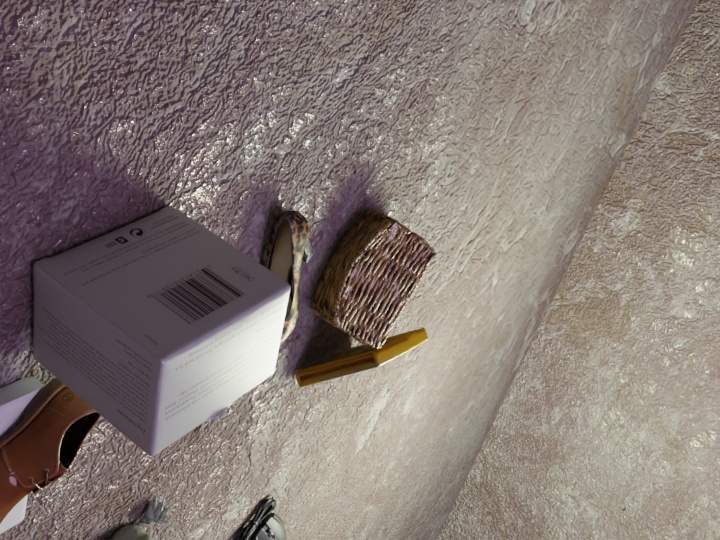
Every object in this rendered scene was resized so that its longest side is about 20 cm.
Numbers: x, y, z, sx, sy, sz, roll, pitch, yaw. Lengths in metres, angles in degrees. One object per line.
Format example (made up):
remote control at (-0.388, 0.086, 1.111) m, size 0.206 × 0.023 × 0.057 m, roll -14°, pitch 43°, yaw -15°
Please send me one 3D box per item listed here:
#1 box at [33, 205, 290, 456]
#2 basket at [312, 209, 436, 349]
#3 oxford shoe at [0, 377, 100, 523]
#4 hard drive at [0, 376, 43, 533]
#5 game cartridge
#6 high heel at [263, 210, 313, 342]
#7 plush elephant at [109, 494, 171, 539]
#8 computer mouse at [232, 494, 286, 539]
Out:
box at (-0.214, 0.056, 0.998) m, size 0.198 × 0.198 × 0.133 m, roll -31°, pitch 143°, yaw -48°
basket at (0.000, 0.000, 1.538) m, size 0.142 × 0.149 × 0.202 m, roll 30°, pitch 92°, yaw -34°
oxford shoe at (-0.357, 0.213, 1.002) m, size 0.201 × 0.071 × 0.071 m, roll -54°, pitch 158°, yaw -6°
hard drive at (-0.416, 0.222, 1.013) m, size 0.131 × 0.026 × 0.203 m, roll -25°, pitch 140°, yaw -53°
game cartridge at (0.006, 0.149, 1.635) m, size 0.174 × 0.033 × 0.199 m, roll -18°, pitch -179°, yaw 31°
high heel at (-0.122, 0.020, 1.288) m, size 0.143 × 0.070 × 0.203 m, roll 73°, pitch 36°, yaw -69°
plush elephant at (-0.305, 0.456, 1.358) m, size 0.201 × 0.154 × 0.165 m, roll -51°, pitch 156°, yaw -15°
computer mouse at (-0.197, 0.541, 1.823) m, size 0.141 × 0.046 × 0.202 m, roll -47°, pitch 155°, yaw -28°
